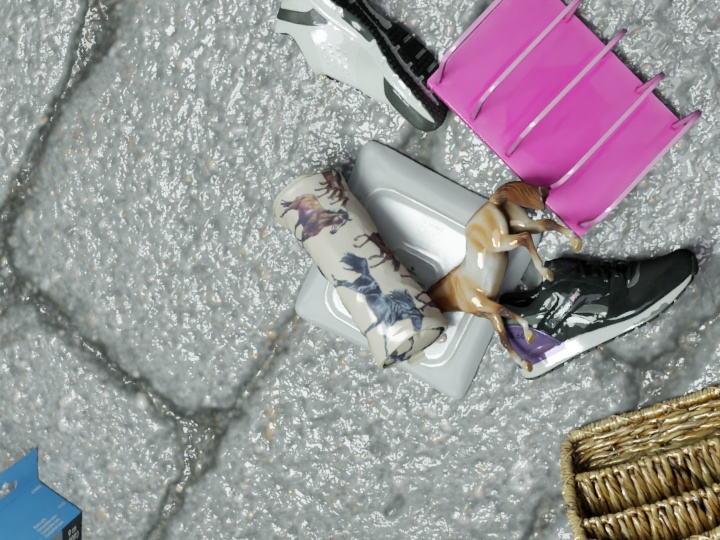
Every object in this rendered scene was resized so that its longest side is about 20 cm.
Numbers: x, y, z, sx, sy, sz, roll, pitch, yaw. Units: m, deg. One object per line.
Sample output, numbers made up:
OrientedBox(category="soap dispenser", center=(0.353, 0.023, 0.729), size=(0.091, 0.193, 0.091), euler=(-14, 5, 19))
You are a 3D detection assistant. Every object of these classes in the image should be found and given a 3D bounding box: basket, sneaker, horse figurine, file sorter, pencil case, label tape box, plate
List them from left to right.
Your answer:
OrientedBox(category="label tape box", center=(-0.366, 0.319, 1.361), size=(0.062, 0.144, 0.203), euler=(8, 106, 14))
OrientedBox(category="pencil case", center=(0.000, 0.000, 1.167), size=(0.077, 0.089, 0.201), euler=(-35, 77, -1))
OrientedBox(category="sneaker", center=(0.002, -0.202, 1.173), size=(0.200, 0.074, 0.080), euler=(46, 127, 5))
OrientedBox(category="plate", center=(0.050, 0.004, 1.221), size=(0.198, 0.032, 0.202), euler=(28, 109, 9))
OrientedBox(category="horse figurine", center=(0.127, -0.003, 1.138), size=(0.132, 0.049, 0.202), euler=(38, 124, 36))
OrientedBox(category="file sorter", center=(0.176, -0.152, 1.075), size=(0.200, 0.125, 0.139), euler=(45, 90, 2))
OrientedBox(category="sneaker", center=(0.212, 0.020, 1.151), size=(0.199, 0.076, 0.088), euler=(-32, 97, 21))
OrientedBox(category="basket", center=(0.289, 0.213, 1.144), size=(0.197, 0.143, 0.151), euler=(-18, 99, 19))
